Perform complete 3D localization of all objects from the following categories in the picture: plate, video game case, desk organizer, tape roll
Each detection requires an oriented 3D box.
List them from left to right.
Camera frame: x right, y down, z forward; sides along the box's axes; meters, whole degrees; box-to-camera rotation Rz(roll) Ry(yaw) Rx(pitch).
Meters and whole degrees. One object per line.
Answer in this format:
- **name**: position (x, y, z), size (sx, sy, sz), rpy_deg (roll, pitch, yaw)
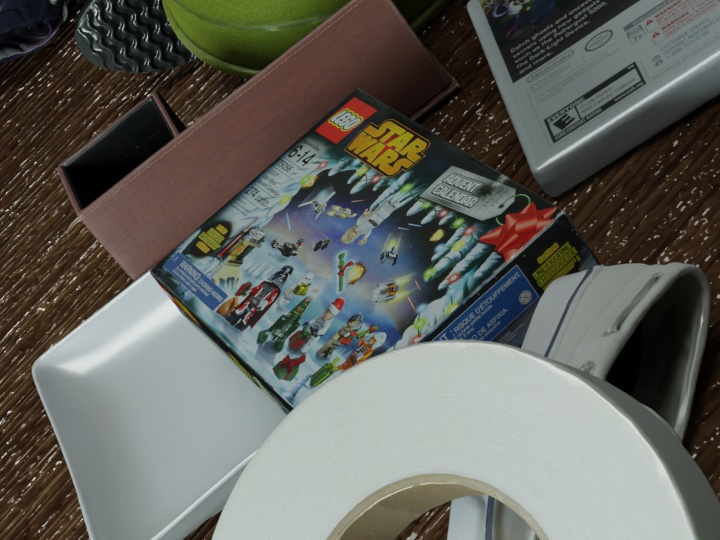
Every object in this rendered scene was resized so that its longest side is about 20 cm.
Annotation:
- **plate**: position (-0.057, 0.040, 1.028), size (0.200, 0.032, 0.200), rpy_deg (-38, 31, 2)
- **desk organizer**: position (-0.056, -0.075, 1.131), size (0.200, 0.077, 0.072), rpy_deg (-38, 31, 2)
- **tape roll**: position (0.032, 0.124, 0.726), size (0.202, 0.037, 0.204), rpy_deg (-8, 75, 30)
- **video game case**: position (0.154, -0.138, 1.048), size (0.199, 0.023, 0.182), rpy_deg (-33, 32, 12)

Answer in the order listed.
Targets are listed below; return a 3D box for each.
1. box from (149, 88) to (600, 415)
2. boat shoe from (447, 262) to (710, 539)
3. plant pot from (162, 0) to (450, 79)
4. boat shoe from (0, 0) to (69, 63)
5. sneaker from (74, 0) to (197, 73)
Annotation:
- **box**: position (0.000, 0.000, 0.954), size (0.137, 0.040, 0.200), rpy_deg (-41, 32, -8)
- **boat shoe**: position (0.089, 0.073, 0.804), size (0.065, 0.072, 0.200), rpy_deg (-16, 31, 36)
- **plant pot**: position (-0.052, -0.241, 1.171), size (0.199, 0.193, 0.201), rpy_deg (-11, 54, 15)
- **boat shoe**: position (-0.215, -0.207, 1.489), size (0.199, 0.075, 0.093), rpy_deg (-29, 70, -20)
- **sneaker**: position (-0.092, -0.194, 1.340), size (0.200, 0.070, 0.090), rpy_deg (-35, 24, -2)
